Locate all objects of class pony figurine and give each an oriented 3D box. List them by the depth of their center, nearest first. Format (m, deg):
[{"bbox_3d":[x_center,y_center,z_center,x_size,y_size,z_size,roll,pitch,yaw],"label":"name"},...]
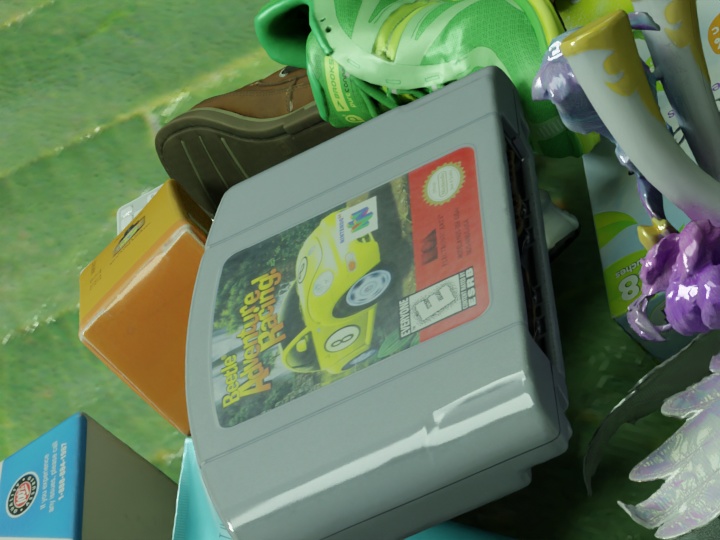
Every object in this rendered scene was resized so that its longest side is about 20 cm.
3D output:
[{"bbox_3d":[0.143,-0.009,0.911,0.193,0.200,0.167,-29,11,-1],"label":"pony figurine"}]

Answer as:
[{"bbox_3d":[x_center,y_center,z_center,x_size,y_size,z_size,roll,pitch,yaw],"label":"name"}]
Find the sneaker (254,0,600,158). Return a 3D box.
[{"bbox_3d":[0.026,-0.079,1.092,0.084,0.074,0.200,-34,32,-18],"label":"sneaker"}]

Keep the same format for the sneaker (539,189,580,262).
[{"bbox_3d":[0.000,0.000,1.081,0.200,0.090,0.078,-33,-10,-49],"label":"sneaker"}]

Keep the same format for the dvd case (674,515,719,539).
[{"bbox_3d":[0.092,0.194,0.888,0.200,0.022,0.146,-47,59,2],"label":"dvd case"}]

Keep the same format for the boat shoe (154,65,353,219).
[{"bbox_3d":[-0.018,-0.061,1.239,0.068,0.072,0.200,-44,24,-27],"label":"boat shoe"}]

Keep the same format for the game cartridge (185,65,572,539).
[{"bbox_3d":[0.002,0.017,0.949,0.133,0.041,0.200,-28,34,18],"label":"game cartridge"}]

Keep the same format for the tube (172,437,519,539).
[{"bbox_3d":[0.022,0.118,0.982,0.200,0.050,0.078,11,91,21],"label":"tube"}]

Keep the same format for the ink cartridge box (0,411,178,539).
[{"bbox_3d":[-0.165,0.176,1.147,0.200,0.084,0.146,-33,37,25],"label":"ink cartridge box"}]

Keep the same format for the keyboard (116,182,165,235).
[{"bbox_3d":[-0.039,-0.050,1.307,0.200,0.011,0.056,-28,40,25],"label":"keyboard"}]

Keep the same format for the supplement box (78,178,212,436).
[{"bbox_3d":[-0.080,0.012,1.177,0.067,0.069,0.200,-46,11,1],"label":"supplement box"}]

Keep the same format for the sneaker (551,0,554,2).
[{"bbox_3d":[0.034,-0.183,1.200,0.200,0.070,0.109,19,69,40],"label":"sneaker"}]

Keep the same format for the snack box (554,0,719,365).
[{"bbox_3d":[0.171,-0.071,1.067,0.169,0.068,0.200,-30,40,22],"label":"snack box"}]
